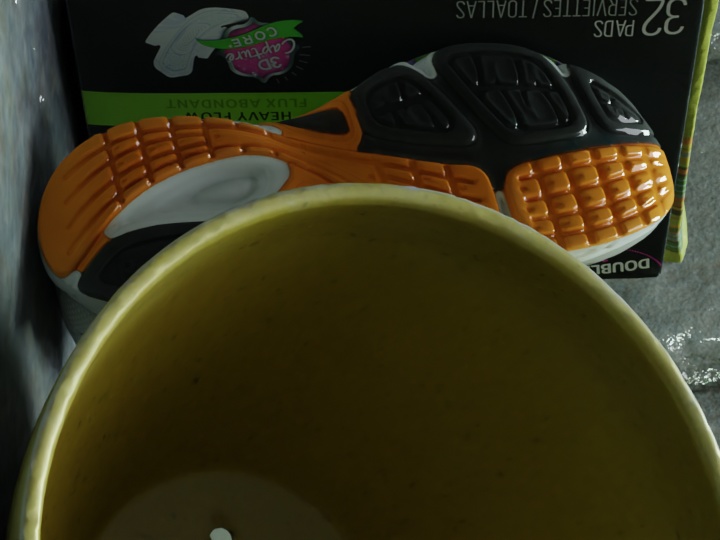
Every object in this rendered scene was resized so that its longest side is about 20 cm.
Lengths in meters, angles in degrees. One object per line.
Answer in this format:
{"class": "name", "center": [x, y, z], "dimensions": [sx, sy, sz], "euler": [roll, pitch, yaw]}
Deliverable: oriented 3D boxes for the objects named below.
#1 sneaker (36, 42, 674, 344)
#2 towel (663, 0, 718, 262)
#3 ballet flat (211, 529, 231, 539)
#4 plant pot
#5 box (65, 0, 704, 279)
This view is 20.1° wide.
{"class": "sneaker", "center": [-0.002, -0.013, 0.639], "dimensions": [0.092, 0.200, 0.076], "euler": [108, -28, -63]}
{"class": "towel", "center": [0.116, -0.095, 0.710], "dimensions": [0.200, 0.018, 0.086], "euler": [88, 0, -53]}
{"class": "ballet flat", "center": [-0.056, 0.114, 0.841], "dimensions": [0.070, 0.067, 0.200], "euler": [-47, 158, -25]}
{"class": "plant pot", "center": [-0.015, 0.091, 0.563], "dimensions": [0.142, 0.200, 0.200], "euler": [147, -54, -61]}
{"class": "box", "center": [0.007, -0.087, 0.708], "dimensions": [0.149, 0.200, 0.124], "euler": [88, 1, -51]}
